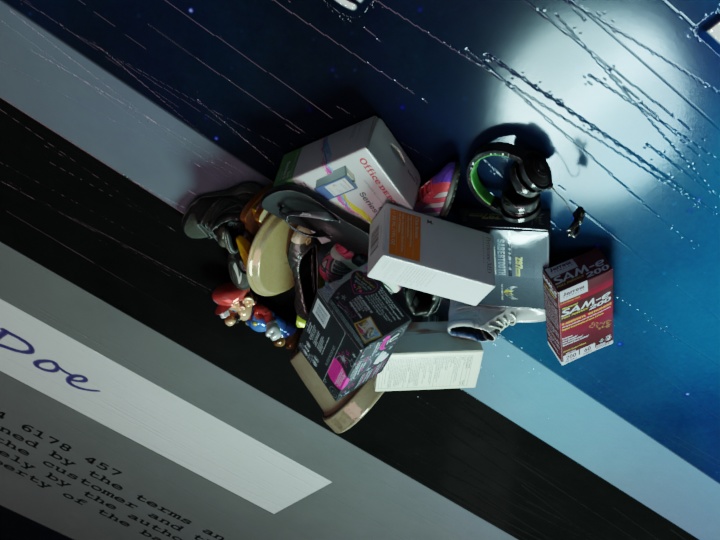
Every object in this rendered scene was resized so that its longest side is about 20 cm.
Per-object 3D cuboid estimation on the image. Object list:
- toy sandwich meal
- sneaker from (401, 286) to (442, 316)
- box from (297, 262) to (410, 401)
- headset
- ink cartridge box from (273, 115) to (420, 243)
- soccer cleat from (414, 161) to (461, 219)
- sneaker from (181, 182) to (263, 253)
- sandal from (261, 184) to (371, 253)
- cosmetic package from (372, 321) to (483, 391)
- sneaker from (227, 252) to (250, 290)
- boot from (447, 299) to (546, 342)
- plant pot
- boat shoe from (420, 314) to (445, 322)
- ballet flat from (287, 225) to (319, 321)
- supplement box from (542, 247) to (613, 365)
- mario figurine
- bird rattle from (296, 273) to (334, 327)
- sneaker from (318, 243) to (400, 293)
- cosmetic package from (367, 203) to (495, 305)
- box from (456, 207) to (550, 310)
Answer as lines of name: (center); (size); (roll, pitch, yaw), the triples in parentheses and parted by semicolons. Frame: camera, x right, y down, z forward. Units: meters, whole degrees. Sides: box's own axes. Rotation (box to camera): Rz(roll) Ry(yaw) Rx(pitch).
toy sandwich meal: (-0.146, -0.053, 1.555); (0.070, 0.205, 0.207); (30, 148, 30)
sneaker: (0.102, 0.032, 1.564); (0.077, 0.111, 0.199); (48, 151, -8)
box: (-0.015, 0.105, 1.512); (0.133, 0.114, 0.201); (52, 149, 18)
headset: (0.256, -0.119, 1.387); (0.197, 0.095, 0.125); (24, 142, 9)
ink cartridge box: (-0.021, -0.145, 1.455); (0.197, 0.089, 0.146); (-18, 129, 32)
soccer cleat: (0.109, -0.110, 1.470); (0.072, 0.069, 0.201); (23, 142, -2)
sneaker: (-0.259, -0.080, 1.589); (0.196, 0.116, 0.077); (-13, 131, 33)
sandal: (-0.068, -0.080, 1.443); (0.197, 0.043, 0.076); (23, 140, -6)
cosmetic package: (0.120, 0.159, 1.664); (0.195, 0.088, 0.105); (0, 129, -9)
sneaker: (-0.211, -0.025, 1.655); (0.075, 0.085, 0.201); (20, 140, -5)
boot: (0.256, 0.092, 1.625); (0.196, 0.097, 0.074); (2, 139, 16)
plant pot: (-0.047, 0.195, 1.785); (0.174, 0.201, 0.200); (41, 136, -8)
boat shoe: (0.121, 0.165, 1.773); (0.063, 0.072, 0.201); (22, 137, -8)
ballet flat: (-0.089, 0.004, 1.559); (0.056, 0.066, 0.203); (27, 136, 34)
supplement box: (0.381, 0.065, 1.548); (0.107, 0.061, 0.202); (-22, 135, -5)
mario figurine: (-0.221, 0.103, 1.787); (0.199, 0.107, 0.123); (37, 127, -28)
bird rattle: (-0.020, 0.078, 1.670); (0.197, 0.114, 0.163); (27, 153, -8)
sneaker: (0.000, 0.000, 1.577); (0.075, 0.081, 0.199); (-44, 142, 14)
cosmetic package: (0.114, -0.024, 1.426); (0.196, 0.103, 0.071); (15, 147, -18)
box: (0.250, -0.018, 1.537); (0.154, 0.052, 0.202); (4, 138, 14)
